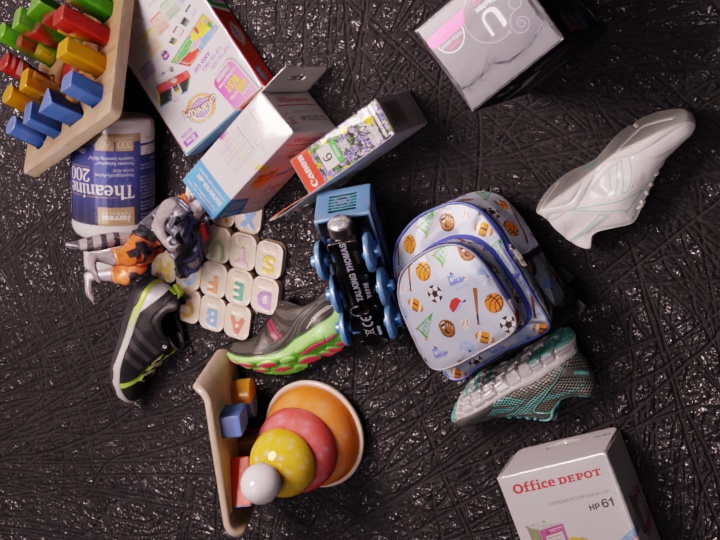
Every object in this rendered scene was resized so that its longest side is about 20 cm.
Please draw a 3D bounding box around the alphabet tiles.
[{"bbox_3d":[-0.191,-0.012,1.520,0.198,0.015,0.198,16,109,20],"label":"alphabet tiles"}]

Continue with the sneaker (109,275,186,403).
[{"bbox_3d":[-0.284,0.105,1.555,0.082,0.072,0.202,23,117,15],"label":"sneaker"}]

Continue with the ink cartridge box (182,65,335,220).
[{"bbox_3d":[-0.109,-0.155,1.385,0.200,0.115,0.068,-44,79,26],"label":"ink cartridge box"}]

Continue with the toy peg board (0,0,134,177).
[{"bbox_3d":[-0.385,-0.255,1.428,0.199,0.097,0.202,-25,54,39],"label":"toy peg board"}]

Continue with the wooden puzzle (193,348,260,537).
[{"bbox_3d":[-0.157,0.215,1.474,0.046,0.185,0.203,-11,100,6],"label":"wooden puzzle"}]

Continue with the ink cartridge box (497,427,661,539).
[{"bbox_3d":[0.266,0.304,1.347,0.143,0.084,0.202,-20,93,28],"label":"ink cartridge box"}]

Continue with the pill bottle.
[{"bbox_3d":[-0.326,-0.103,1.504,0.110,0.111,0.203,9,106,22],"label":"pill bottle"}]

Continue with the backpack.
[{"bbox_3d":[0.125,0.013,1.310,0.199,0.153,0.192,-32,79,30],"label":"backpack"}]

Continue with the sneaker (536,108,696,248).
[{"bbox_3d":[0.291,-0.101,1.252,0.080,0.071,0.200,46,121,-9],"label":"sneaker"}]

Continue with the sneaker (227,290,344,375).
[{"bbox_3d":[-0.091,0.081,1.475,0.198,0.076,0.085,-21,59,34],"label":"sneaker"}]

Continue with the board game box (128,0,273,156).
[{"bbox_3d":[-0.217,-0.272,1.451,0.152,0.040,0.201,-34,87,28],"label":"board game box"}]

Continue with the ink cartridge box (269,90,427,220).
[{"bbox_3d":[-0.025,-0.137,1.357,0.199,0.109,0.051,-32,89,28],"label":"ink cartridge box"}]

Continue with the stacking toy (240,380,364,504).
[{"bbox_3d":[-0.094,0.233,1.431,0.144,0.200,0.148,6,105,23],"label":"stacking toy"}]

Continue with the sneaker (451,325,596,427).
[{"bbox_3d":[0.193,0.150,1.352,0.199,0.078,0.091,-34,102,35],"label":"sneaker"}]

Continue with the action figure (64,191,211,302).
[{"bbox_3d":[-0.261,-0.050,1.424,0.105,0.192,0.201,51,157,15],"label":"action figure"}]

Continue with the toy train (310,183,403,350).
[{"bbox_3d":[0.000,0.000,1.353,0.085,0.115,0.201,-9,130,12],"label":"toy train"}]

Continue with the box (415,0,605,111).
[{"bbox_3d":[0.162,-0.251,1.191,0.122,0.200,0.107,-37,87,27],"label":"box"}]
